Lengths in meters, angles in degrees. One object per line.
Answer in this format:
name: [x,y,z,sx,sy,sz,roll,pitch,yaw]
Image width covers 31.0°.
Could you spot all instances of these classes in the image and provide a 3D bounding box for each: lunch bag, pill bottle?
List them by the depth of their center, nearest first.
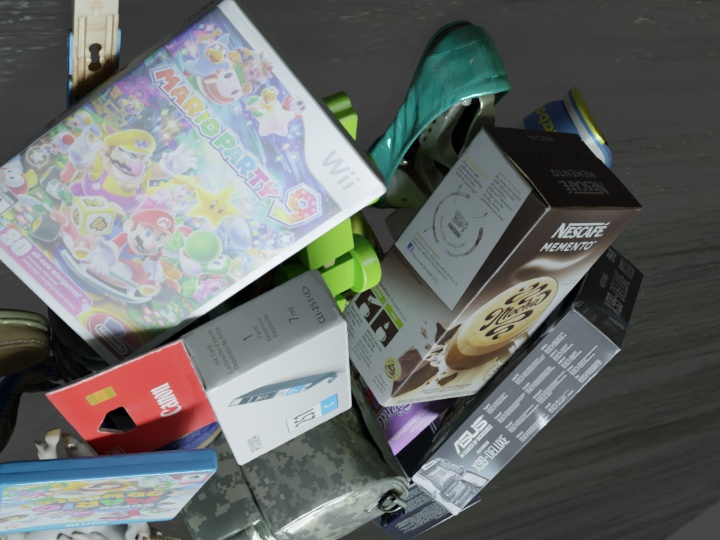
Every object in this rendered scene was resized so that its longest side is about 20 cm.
pill bottle: [-0.157,0.061,0.933,0.112,0.112,0.200,-24,155,-8]
lunch bag: [-0.067,0.142,1.083,0.168,0.200,0.139,-32,156,13]

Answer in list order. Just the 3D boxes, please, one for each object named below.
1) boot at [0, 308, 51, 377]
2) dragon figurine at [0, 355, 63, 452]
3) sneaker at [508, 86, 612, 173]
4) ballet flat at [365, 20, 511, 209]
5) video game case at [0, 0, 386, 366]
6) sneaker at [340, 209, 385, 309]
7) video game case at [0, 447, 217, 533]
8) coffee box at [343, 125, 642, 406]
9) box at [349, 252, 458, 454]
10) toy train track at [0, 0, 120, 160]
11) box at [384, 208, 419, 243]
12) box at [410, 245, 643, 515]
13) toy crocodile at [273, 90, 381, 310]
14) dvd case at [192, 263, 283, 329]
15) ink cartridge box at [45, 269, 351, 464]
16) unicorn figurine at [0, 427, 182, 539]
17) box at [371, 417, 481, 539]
boot: [-0.284,0.113,0.850,0.200,0.155,0.072,-14,154,-25]
dragon figurine: [-0.305,0.113,0.939,0.200,0.100,0.059,-11,148,-1]
sneaker: [0.160,-0.073,1.052,0.082,0.074,0.200,-27,149,4]
ballet flat: [0.048,-0.084,0.906,0.067,0.070,0.200,-14,153,-28]
video game case: [-0.106,-0.043,0.725,0.200,0.018,0.143,-33,117,15]
sneaker: [0.000,0.000,0.989,0.200,0.076,0.075,73,40,-71]
video game case: [-0.190,0.160,0.929,0.143,0.018,0.200,-2,161,-18]
coffee box: [0.085,-0.001,0.909,0.113,0.080,0.200,-2,138,-45]
box: [-0.001,0.096,1.137,0.039,0.137,0.200,-4,147,-43]
toy train track: [-0.152,-0.098,0.724,0.115,0.033,0.200,-10,146,-20]
box: [0.116,-0.013,1.096,0.078,0.095,0.200,-37,153,22]
box: [0.134,0.083,1.028,0.200,0.050,0.158,-50,179,28]
toy crocodile: [-0.030,-0.031,0.844,0.067,0.062,0.200,-27,141,-25]
dvd case: [-0.071,-0.007,0.888,0.200,0.022,0.146,87,25,-65]
ink cartridge box: [-0.093,0.086,0.842,0.176,0.045,0.200,-26,161,-9]
unicorn figurine: [-0.250,0.205,1.085,0.200,0.138,0.074,-27,166,6]
box: [0.035,0.181,1.335,0.104,0.148,0.200,-29,157,2]
